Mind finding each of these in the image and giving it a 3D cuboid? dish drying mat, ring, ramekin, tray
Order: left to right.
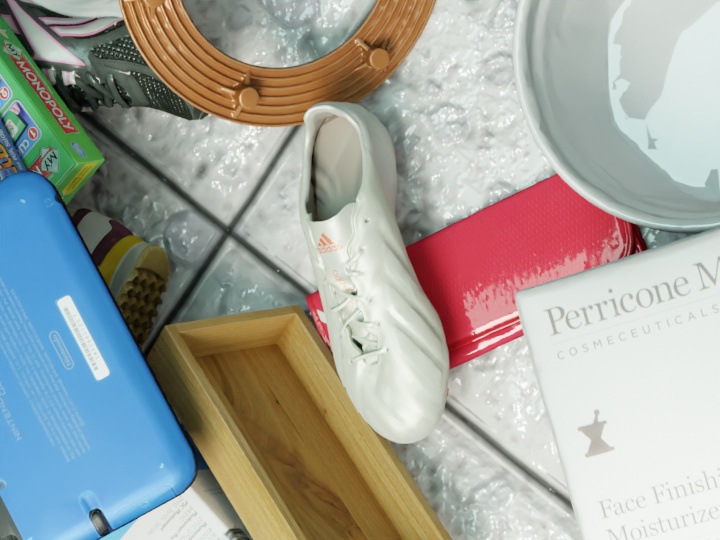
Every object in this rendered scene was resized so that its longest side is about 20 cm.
[{"bbox_3d":[-0.041,-0.178,1.318,0.201,0.200,0.019,-66,26,7],"label":"ring"},{"bbox_3d":[-0.031,0.110,1.312,0.200,0.099,0.037,57,134,27],"label":"tray"},{"bbox_3d":[0.067,0.008,1.342,0.200,0.018,0.077,-26,77,19],"label":"dish drying mat"},{"bbox_3d":[0.191,-0.118,1.250,0.200,0.105,0.200,-1,88,22],"label":"ramekin"}]

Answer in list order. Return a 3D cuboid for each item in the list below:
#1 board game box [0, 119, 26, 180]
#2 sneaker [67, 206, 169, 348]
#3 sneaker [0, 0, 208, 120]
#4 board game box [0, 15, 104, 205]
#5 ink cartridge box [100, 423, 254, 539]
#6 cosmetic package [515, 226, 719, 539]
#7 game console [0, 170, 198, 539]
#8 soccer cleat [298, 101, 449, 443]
[{"bbox_3d":[-0.282,-0.034,1.380,0.200,0.034,0.135,-34,79,32],"label":"board game box"},{"bbox_3d":[-0.195,0.058,1.421,0.090,0.075,0.200,27,89,21],"label":"sneaker"},{"bbox_3d":[-0.175,-0.121,1.403,0.200,0.080,0.086,21,65,32],"label":"sneaker"},{"bbox_3d":[-0.252,-0.052,1.396,0.200,0.029,0.135,-45,75,30],"label":"board game box"},{"bbox_3d":[-0.059,0.180,1.332,0.200,0.116,0.068,46,105,18],"label":"ink cartridge box"},{"bbox_3d":[0.200,0.082,1.201,0.165,0.165,0.200,-19,83,19],"label":"cosmetic package"},{"bbox_3d":[-0.200,0.071,1.316,0.171,0.118,0.200,-29,84,1],"label":"game console"},{"bbox_3d":[0.000,0.000,1.319,0.069,0.078,0.200,-17,74,21],"label":"soccer cleat"}]
